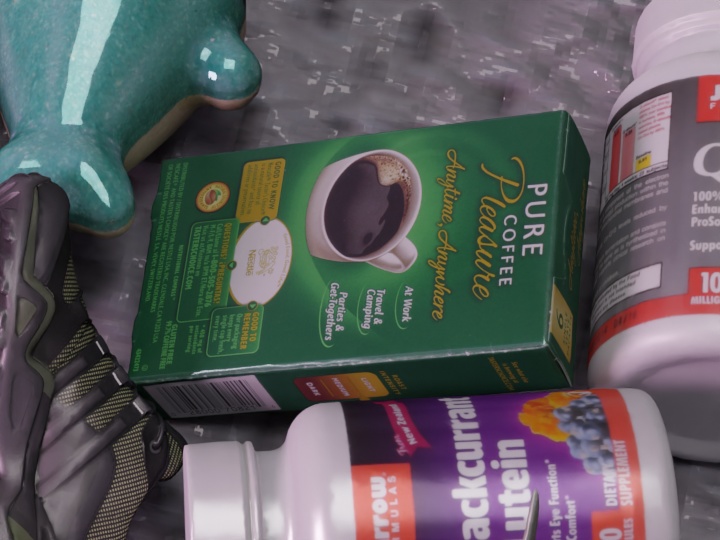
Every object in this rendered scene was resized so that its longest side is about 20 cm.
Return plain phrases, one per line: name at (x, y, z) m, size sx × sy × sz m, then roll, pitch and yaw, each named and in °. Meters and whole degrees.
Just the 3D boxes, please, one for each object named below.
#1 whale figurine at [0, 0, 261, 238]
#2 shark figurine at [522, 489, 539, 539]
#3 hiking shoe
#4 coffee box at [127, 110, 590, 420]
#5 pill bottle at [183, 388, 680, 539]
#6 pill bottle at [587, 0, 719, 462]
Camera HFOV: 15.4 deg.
whale figurine at (-0.124, -0.104, 1.215) m, size 0.158 × 0.104 × 0.201 m, roll 7°, pitch 46°, yaw 8°
shark figurine at (-0.029, 0.156, 0.987) m, size 0.213 × 0.090 × 0.129 m, roll -10°, pitch 52°, yaw 4°
hiking shoe at (-0.126, 0.060, 1.137) m, size 0.100 × 0.076 × 0.202 m, roll 5°, pitch 81°, yaw -35°
coffee box at (0.000, 0.000, 1.171) m, size 0.199 × 0.044 × 0.124 m, roll -7°, pitch 56°, yaw 20°
pill bottle at (0.026, 0.109, 1.111) m, size 0.198 × 0.112 × 0.112 m, roll -3°, pitch 59°, yaw -5°
pill bottle at (0.164, -0.026, 1.197) m, size 0.115 × 0.116 × 0.201 m, roll 7°, pitch 59°, yaw 0°
